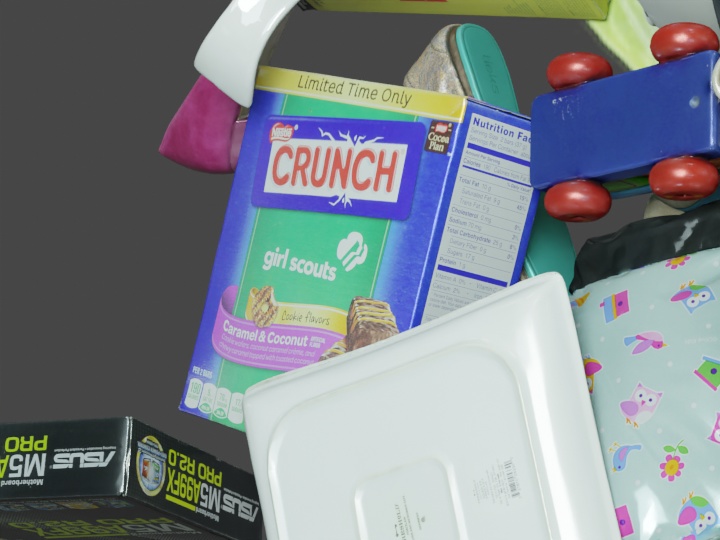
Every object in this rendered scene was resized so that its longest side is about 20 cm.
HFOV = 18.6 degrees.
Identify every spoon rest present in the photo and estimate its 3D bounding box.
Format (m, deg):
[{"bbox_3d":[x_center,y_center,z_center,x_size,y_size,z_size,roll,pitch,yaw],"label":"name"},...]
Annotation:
[{"bbox_3d":[-0.010,-0.174,1.211,0.099,0.061,0.200,38,64,12],"label":"spoon rest"}]

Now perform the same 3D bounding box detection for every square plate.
[{"bbox_3d":[0.029,0.122,1.068,0.198,0.028,0.201,-22,68,30],"label":"square plate"}]

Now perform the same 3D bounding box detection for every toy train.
[{"bbox_3d":[0.189,-0.071,1.093,0.200,0.115,0.085,-12,72,47],"label":"toy train"}]

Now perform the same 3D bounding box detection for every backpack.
[{"bbox_3d":[0.169,0.071,1.089,0.167,0.126,0.201,-18,58,37],"label":"backpack"}]

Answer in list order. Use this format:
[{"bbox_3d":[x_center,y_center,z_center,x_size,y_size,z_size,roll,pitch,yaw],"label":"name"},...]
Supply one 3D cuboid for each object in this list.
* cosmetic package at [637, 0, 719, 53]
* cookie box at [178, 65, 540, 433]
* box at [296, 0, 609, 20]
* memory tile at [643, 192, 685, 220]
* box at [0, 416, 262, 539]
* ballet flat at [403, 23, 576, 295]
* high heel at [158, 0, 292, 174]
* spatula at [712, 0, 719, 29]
[{"bbox_3d":[0.249,-0.153,1.133,0.199,0.108,0.085,13,80,27],"label":"cosmetic package"},{"bbox_3d":[0.000,0.000,1.191,0.171,0.075,0.201,13,89,47],"label":"cookie box"},{"bbox_3d":[0.050,-0.190,1.286,0.199,0.050,0.076,7,76,26],"label":"box"},{"bbox_3d":[0.241,-0.091,1.186,0.153,0.017,0.201,10,79,27],"label":"memory tile"},{"bbox_3d":[-0.176,0.124,1.230,0.199,0.160,0.044,-4,71,23],"label":"box"},{"bbox_3d":[0.070,-0.042,1.232,0.067,0.068,0.201,-34,56,33],"label":"ballet flat"},{"bbox_3d":[-0.080,-0.152,1.286,0.096,0.067,0.201,5,118,18],"label":"high heel"},{"bbox_3d":[0.170,-0.204,1.112,0.056,0.021,0.201,-24,68,31],"label":"spatula"}]
